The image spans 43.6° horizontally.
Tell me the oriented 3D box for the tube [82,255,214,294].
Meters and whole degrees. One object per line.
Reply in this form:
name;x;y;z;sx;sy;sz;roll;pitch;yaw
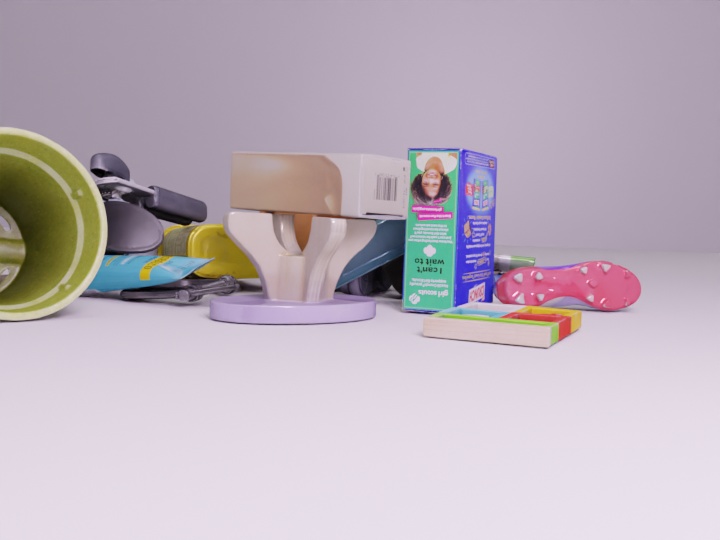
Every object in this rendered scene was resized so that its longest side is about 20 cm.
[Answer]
tube;-0.285;0.003;1.131;0.199;0.051;0.077;-2;23;25

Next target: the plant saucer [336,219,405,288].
plant saucer;0.014;-0.033;1.209;0.199;0.070;0.019;-27;42;-9

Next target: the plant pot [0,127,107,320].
plant pot;-0.410;-0.037;0.996;0.199;0.202;0.184;-1;-7;-38

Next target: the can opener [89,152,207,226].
can opener;-0.286;-0.112;1.226;0.053;0.067;0.200;-10;-13;27

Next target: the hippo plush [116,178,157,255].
hippo plush;-0.375;-0.073;1.397;0.160;0.201;0.159;20;54;41

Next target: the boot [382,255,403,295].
boot;0.047;-0.052;1.313;0.073;0.201;0.075;-25;-13;15

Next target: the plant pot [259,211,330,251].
plant pot;-0.062;-0.078;1.395;0.139;0.202;0.200;8;7;35

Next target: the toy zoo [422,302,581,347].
toy zoo;0.161;0.054;0.971;0.130;0.021;0.200;4;5;25

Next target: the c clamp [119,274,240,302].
c clamp;-0.219;0.026;1.176;0.170;0.027;0.200;-4;4;5

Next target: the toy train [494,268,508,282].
toy train;0.151;0.015;1.410;0.199;0.034;0.046;0;8;-17

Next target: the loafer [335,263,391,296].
loafer;0.000;0.000;1.328;0.063;0.072;0.200;-1;6;18

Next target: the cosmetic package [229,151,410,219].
cosmetic package;-0.050;-0.101;1.070;0.199;0.072;0.105;6;5;37

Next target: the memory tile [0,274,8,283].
memory tile;-0.549;0.018;1.179;0.152;0.017;0.200;3;5;14

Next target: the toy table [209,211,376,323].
toy table;-0.071;-0.005;1.024;0.199;0.118;0.183;0;5;-40

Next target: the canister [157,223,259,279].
canister;-0.218;-0.028;1.365;0.148;0.087;0.200;0;0;-24

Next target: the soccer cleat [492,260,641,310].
soccer cleat;0.275;0.022;1.203;0.199;0.067;0.076;-2;0;-13

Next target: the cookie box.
cookie box;0.118;-0.051;1.162;0.075;0.202;0.171;3;3;24

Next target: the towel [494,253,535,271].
towel;0.190;-0.002;1.504;0.199;0.031;0.149;5;-11;11

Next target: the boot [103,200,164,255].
boot;-0.350;-0.027;1.241;0.198;0.070;0.174;4;-22;5
